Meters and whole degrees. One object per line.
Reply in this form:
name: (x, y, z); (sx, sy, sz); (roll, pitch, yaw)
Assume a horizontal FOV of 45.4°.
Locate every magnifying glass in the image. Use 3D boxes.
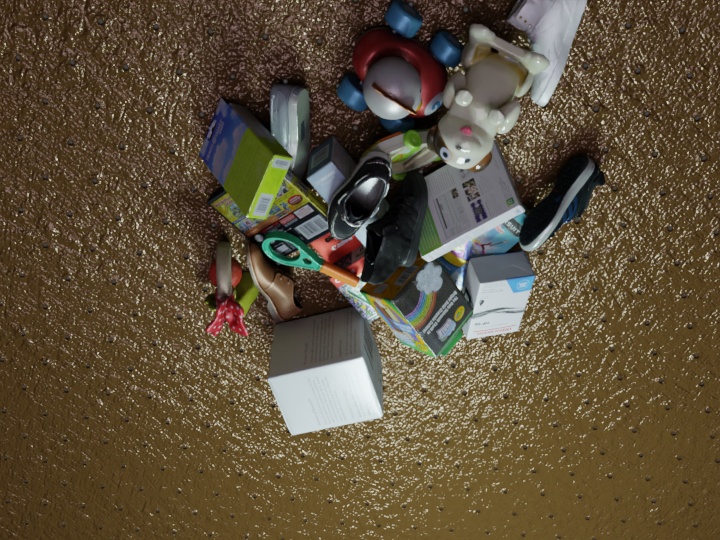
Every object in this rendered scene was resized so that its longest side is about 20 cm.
magnifying glass: (-0.093, -0.017, 1.617); (0.197, 0.023, 0.080); (24, 144, -13)

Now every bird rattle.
bird rattle: (-0.260, 0.031, 1.618); (0.110, 0.200, 0.167); (-3, 101, 2)

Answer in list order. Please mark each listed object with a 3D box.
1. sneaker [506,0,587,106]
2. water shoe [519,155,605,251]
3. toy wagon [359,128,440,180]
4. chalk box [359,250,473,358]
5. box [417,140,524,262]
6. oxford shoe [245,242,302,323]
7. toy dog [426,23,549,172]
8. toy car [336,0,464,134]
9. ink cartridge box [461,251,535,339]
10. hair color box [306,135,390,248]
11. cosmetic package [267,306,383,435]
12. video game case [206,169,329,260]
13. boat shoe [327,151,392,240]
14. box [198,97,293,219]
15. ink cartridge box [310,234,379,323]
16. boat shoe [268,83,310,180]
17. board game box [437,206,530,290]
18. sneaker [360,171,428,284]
sneaker: (0.285, -0.379, 1.404); (0.113, 0.074, 0.204); (12, 114, -6)
water shoe: (0.370, -0.108, 1.556); (0.078, 0.072, 0.201); (31, 100, -30)
toy wagon: (0.094, -0.203, 1.497); (0.197, 0.040, 0.155); (-12, 169, -35)
chalk box: (0.118, 0.072, 1.623); (0.125, 0.123, 0.201); (-46, 118, -15)
box: (0.177, -0.123, 1.522); (0.197, 0.147, 0.036); (-27, 151, 19)
oxford shoe: (-0.168, 0.015, 1.675); (0.070, 0.072, 0.202); (-18, 133, 9)
toy dog: (0.182, -0.263, 1.383); (0.137, 0.194, 0.203); (26, 87, -10)
toy car: (0.066, -0.292, 1.381); (0.175, 0.202, 0.185); (29, 121, -18)
ink cartridge box: (0.256, 0.064, 1.667); (0.113, 0.069, 0.202); (-8, 137, -12)
hair color box: (-0.012, -0.133, 1.550); (0.060, 0.100, 0.200); (-31, 119, 21)
cosmetic package: (-0.067, 0.201, 1.738); (0.196, 0.166, 0.167); (-13, 124, 10)
video game case: (-0.159, -0.109, 1.570); (0.180, 0.026, 0.198); (41, 138, -24)
boat shoe: (-0.004, -0.111, 1.454); (0.073, 0.061, 0.201); (22, 134, -18)
box: (-0.200, -0.193, 1.470); (0.047, 0.200, 0.123); (5, 123, -42)
ink cartridge box: (0.000, 0.000, 1.670); (0.108, 0.051, 0.200); (-31, 119, 20)
boat shoe: (-0.132, -0.236, 1.509); (0.070, 0.070, 0.204); (19, 131, 16)
board game box: (0.207, -0.076, 1.620); (0.150, 0.047, 0.200); (37, 117, -22)
sneaker: (0.056, -0.076, 1.499); (0.103, 0.060, 0.205); (5, 94, -37)
